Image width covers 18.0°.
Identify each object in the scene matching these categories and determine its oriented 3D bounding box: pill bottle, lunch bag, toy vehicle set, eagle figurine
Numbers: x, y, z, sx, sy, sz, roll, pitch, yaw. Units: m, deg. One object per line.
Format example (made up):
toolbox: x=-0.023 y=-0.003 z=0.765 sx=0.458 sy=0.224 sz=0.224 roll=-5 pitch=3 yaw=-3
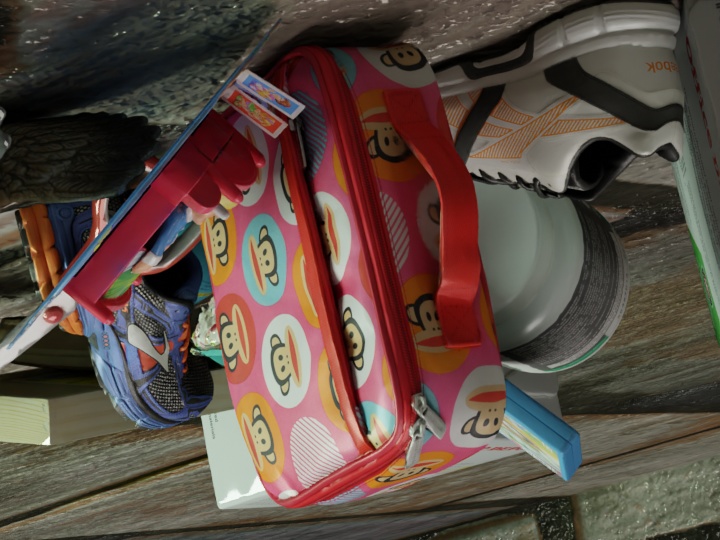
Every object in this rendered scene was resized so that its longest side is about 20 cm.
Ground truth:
pill bottle: x=0.084 y=-0.005 z=1.316 sx=0.112 sy=0.114 sz=0.200 roll=-14 pitch=168 yaw=16
lunch bag: x=0.000 y=0.000 z=1.048 sx=0.081 sy=0.202 sz=0.176 roll=-5 pitch=164 yaw=-31
toy vehicle set: x=-0.160 y=0.076 z=1.384 sx=0.124 sy=0.027 sz=0.199 roll=1 pitch=-174 yaw=39
eagle figurine: x=-0.202 y=-0.024 z=1.004 sx=0.200 sy=0.150 sz=0.152 roll=-51 pitch=-163 yaw=17

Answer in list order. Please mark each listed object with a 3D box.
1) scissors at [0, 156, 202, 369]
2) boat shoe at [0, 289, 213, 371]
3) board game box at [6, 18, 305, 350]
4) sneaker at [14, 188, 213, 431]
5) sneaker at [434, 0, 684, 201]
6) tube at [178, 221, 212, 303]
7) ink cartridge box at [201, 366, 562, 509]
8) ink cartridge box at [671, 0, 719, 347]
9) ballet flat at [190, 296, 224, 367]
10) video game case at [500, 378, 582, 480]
scissors: x=-0.147 y=0.017 z=1.187 sx=0.073 sy=0.014 sz=0.200 roll=24 pitch=112 yaw=-40
boat shoe: x=-0.134 y=0.025 z=1.419 sx=0.198 sy=0.063 sz=0.073 roll=-6 pitch=-174 yaw=-10
board game box: x=-0.085 y=-0.024 z=1.008 sx=0.158 sy=0.039 sz=0.200 roll=-53 pitch=-174 yaw=-22
sneaker: x=-0.118 y=0.024 z=1.259 sx=0.078 sy=0.076 sz=0.200 roll=-21 pitch=146 yaw=6
sneaker: x=0.075 y=-0.066 z=1.109 sx=0.073 sy=0.081 sz=0.199 roll=-2 pitch=167 yaw=-43
tube: x=-0.080 y=-0.015 z=1.304 sx=0.199 sy=0.051 sz=0.077 roll=-27 pitch=175 yaw=36
ink cartridge box: x=0.010 y=0.066 z=1.506 sx=0.199 sy=0.146 sz=0.145 roll=-18 pitch=166 yaw=33
ink cartridge box: x=0.208 y=-0.051 z=1.130 sx=0.082 sy=0.148 sz=0.200 roll=-13 pitch=169 yaw=2
ballet flat: x=-0.057 y=0.025 z=1.264 sx=0.075 sy=0.064 sz=0.200 roll=-5 pitch=172 yaw=-1
video game case: x=0.038 y=0.046 z=1.266 sx=0.018 sy=0.199 sz=0.143 roll=-53 pitch=169 yaw=-4
